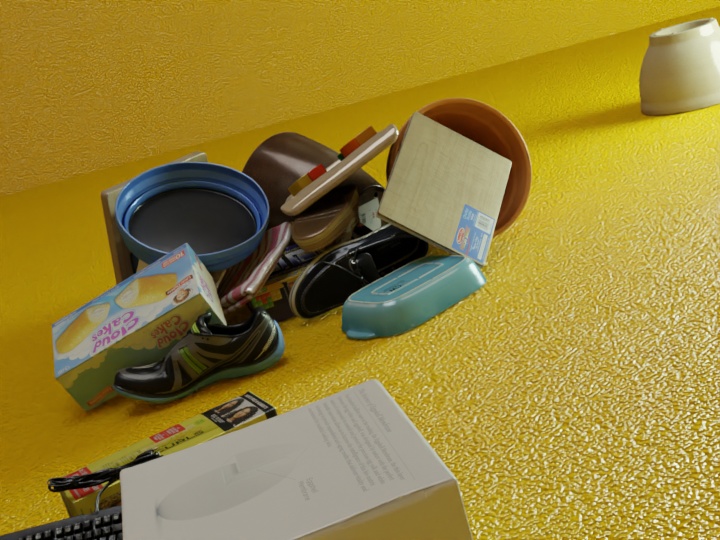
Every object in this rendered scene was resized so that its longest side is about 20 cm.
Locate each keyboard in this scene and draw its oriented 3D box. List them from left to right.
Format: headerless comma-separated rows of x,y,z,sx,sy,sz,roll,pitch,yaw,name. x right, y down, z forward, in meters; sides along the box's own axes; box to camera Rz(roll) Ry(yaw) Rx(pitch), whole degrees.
-0.219,0.209,0.929,0.199,0.021,0.127,-15,47,5,keyboard

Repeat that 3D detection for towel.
-0.178,0.015,1.493,0.200,0.030,0.147,-27,25,39,towel

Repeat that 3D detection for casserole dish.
0.061,0.026,1.361,0.200,0.039,0.121,-29,18,-35,casserole dish

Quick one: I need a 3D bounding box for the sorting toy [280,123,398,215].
-0.035,-0.141,1.552,0.185,0.037,0.200,-37,7,0,sorting toy

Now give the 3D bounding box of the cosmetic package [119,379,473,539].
-0.041,0.183,0.740,0.199,0.123,0.199,-20,15,-8,cosmetic package

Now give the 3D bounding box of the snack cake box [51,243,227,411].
-0.267,0.067,1.357,0.200,0.067,0.115,-31,35,3,snack cake box

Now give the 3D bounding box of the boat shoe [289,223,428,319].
0.000,0.000,1.430,0.200,0.075,0.062,-29,29,-14,boat shoe

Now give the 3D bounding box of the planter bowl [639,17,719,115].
0.592,-0.374,2.034,0.199,0.135,0.200,-15,15,4,planter bowl

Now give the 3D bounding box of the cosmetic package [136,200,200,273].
-0.268,-0.009,1.591,0.082,0.051,0.200,-28,-21,-34,cosmetic package

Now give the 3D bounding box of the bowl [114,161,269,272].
-0.219,-0.069,1.481,0.200,0.039,0.201,4,41,-3,bowl

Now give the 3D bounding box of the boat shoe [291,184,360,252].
-0.035,-0.057,1.494,0.071,0.065,0.200,-10,17,19,boat shoe

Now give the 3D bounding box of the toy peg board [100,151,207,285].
-0.271,-0.051,1.718,0.098,0.201,0.199,15,32,37,toy peg board

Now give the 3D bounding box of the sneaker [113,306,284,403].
-0.188,0.093,1.296,0.199,0.083,0.071,-19,19,-5,sneaker

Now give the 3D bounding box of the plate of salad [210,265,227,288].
-0.252,0.043,1.478,0.200,0.048,0.200,-38,22,19,plate of salad

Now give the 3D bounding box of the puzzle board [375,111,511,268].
0.110,-0.105,1.459,0.017,0.150,0.200,-54,12,49,puzzle board

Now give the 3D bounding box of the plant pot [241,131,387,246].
-0.054,-0.102,1.723,0.187,0.188,0.200,-28,33,-37,plant pot

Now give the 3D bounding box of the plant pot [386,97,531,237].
0.124,-0.128,1.589,0.199,0.201,0.140,-20,-2,-12,plant pot

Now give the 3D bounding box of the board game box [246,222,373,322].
-0.064,0.002,1.544,0.199,0.057,0.165,-19,17,-9,board game box

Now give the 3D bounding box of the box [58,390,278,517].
-0.171,0.178,1.036,0.199,0.050,0.075,-24,18,-21,box
